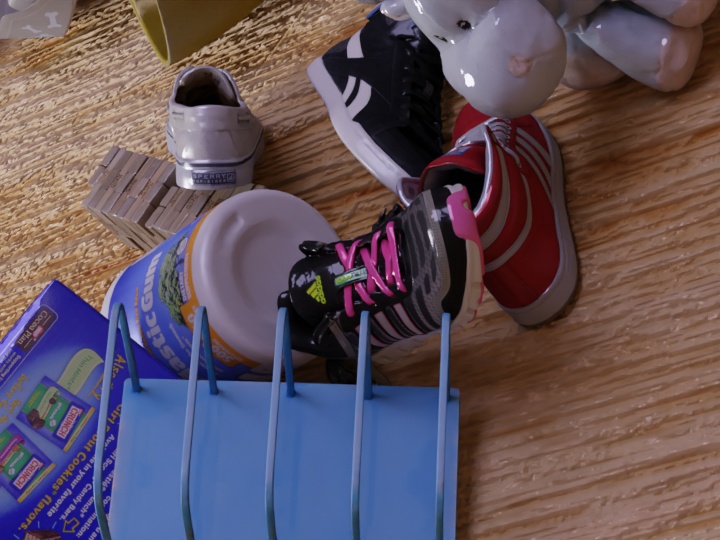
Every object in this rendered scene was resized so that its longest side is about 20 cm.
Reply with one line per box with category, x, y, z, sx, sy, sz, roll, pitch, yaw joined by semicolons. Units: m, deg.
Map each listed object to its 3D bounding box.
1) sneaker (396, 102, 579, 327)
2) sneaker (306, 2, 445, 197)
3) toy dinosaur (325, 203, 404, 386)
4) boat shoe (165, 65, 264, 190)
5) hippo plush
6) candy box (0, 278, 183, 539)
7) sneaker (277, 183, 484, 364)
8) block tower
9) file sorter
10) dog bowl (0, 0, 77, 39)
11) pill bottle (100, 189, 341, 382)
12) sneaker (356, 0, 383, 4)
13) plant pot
sneaker;0.071;-0.065;1.567;0.071;0.112;0.200;-35;37;17
sneaker;0.035;-0.124;1.696;0.112;0.073;0.200;-44;34;8
toy dinosaur;0.000;0.000;1.643;0.088;0.047;0.200;-43;32;19
boat shoe;-0.103;-0.109;1.777;0.071;0.070;0.200;-1;14;0
hippo plush;0.111;-0.180;1.533;0.161;0.201;0.159;-27;2;-41
candy box;-0.158;0.135;1.551;0.169;0.200;0.077;-50;-7;-6
sneaker;0.007;0.008;1.471;0.200;0.087;0.074;137;127;-63
block tower;-0.120;-0.038;1.796;0.200;0.058;0.054;16;69;54
file sorter;-0.044;0.100;1.432;0.199;0.123;0.139;2;58;2
dog bowl;-0.253;-0.282;2.086;0.200;0.058;0.201;-171;90;-78
pill bottle;-0.098;0.030;1.632;0.200;0.112;0.112;-30;34;54
sneaker;0.050;-0.256;1.832;0.084;0.073;0.201;2;45;10
plant pot;-0.115;-0.271;1.924;0.141;0.201;0.200;-21;35;-9
